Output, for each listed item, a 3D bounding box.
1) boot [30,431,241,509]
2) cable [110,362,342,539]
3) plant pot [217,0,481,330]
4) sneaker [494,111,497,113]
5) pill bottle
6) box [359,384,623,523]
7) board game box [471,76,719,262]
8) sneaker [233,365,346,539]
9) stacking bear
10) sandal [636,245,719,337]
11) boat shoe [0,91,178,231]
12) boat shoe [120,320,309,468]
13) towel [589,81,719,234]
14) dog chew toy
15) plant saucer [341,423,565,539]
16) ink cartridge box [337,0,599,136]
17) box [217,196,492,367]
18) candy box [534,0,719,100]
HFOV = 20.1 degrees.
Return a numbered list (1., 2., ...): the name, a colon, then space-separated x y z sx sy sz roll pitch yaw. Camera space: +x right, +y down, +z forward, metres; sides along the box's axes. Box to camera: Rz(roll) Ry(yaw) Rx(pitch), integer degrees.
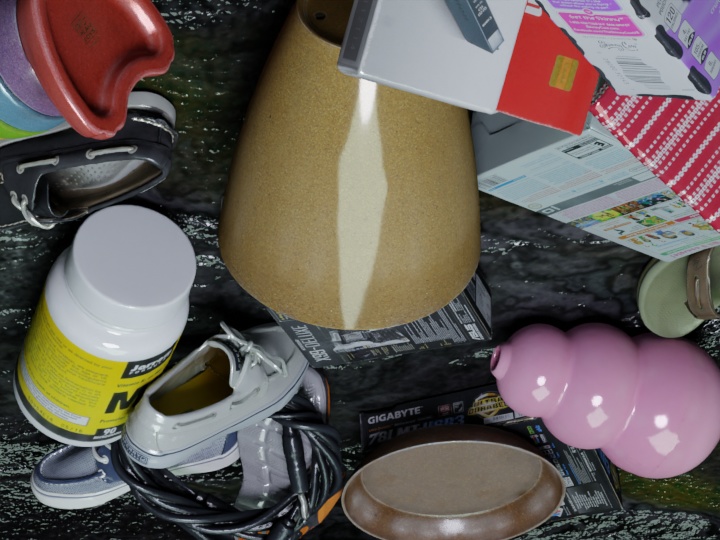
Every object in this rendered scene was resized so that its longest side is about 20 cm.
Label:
1. boot: -0.206 0.144 1.783 0.200 0.073 0.090 -17 137 5
2. cable: -0.114 0.152 1.711 0.200 0.051 0.163 41 110 -14
3. plant pot: -0.003 -0.096 1.366 0.186 0.187 0.200 0 133 -5
4. sneaker: 0.108 -0.207 1.301 0.118 0.074 0.201 -26 132 -12
5. pill bottle: -0.198 0.043 1.584 0.114 0.114 0.200 8 145 -17
6. box: 0.123 0.175 1.866 0.198 0.050 0.200 -12 144 15
7. board game box: 0.198 -0.076 1.456 0.200 0.064 0.147 21 158 -29
8. sneaker: -0.056 0.158 1.808 0.077 0.112 0.200 26 117 19
9. stacking bear: -0.242 -0.130 1.336 0.200 0.122 0.114 -17 118 36
10. sandal: 0.288 0.002 1.617 0.080 0.057 0.201 14 145 -23
11. boat shoe: -0.218 -0.064 1.471 0.200 0.060 0.074 -19 144 22
12. boat shoe: -0.106 0.077 1.617 0.202 0.075 0.086 -28 153 -41
13. towel: 0.259 -0.106 1.376 0.200 0.022 0.145 39 89 -27
14. dog chew toy: 0.205 0.101 1.707 0.200 0.125 0.125 16 142 -14
15. plant saucer: 0.082 0.189 1.814 0.200 0.035 0.200 -1 145 -1
16. ink cartridge box: 0.095 -0.192 1.214 0.176 0.200 0.045 13 -174 -24
17. box: 0.000 0.000 1.586 0.157 0.050 0.200 -10 146 19
18. candy box: 0.159 -0.220 1.173 0.071 0.168 0.200 8 159 40
